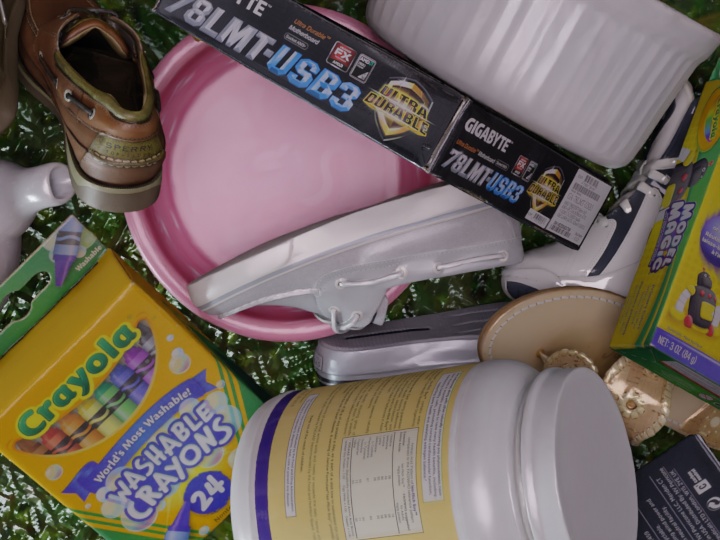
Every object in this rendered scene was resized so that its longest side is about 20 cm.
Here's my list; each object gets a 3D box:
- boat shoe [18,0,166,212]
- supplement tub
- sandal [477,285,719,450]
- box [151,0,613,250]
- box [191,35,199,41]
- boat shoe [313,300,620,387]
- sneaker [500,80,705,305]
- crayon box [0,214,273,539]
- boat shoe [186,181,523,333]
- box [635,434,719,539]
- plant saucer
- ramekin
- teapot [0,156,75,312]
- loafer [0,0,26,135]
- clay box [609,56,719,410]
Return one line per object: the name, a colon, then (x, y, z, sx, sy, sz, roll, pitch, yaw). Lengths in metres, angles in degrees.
boat shoe: (-0.151, -0.119, 1.379, 0.071, 0.200, 0.068, -8, 131, -24)
supplement tub: (0.042, 0.129, 1.353, 0.199, 0.145, 0.147, -10, 94, 26)
sandal: (0.171, 0.070, 1.400, 0.211, 0.070, 0.078, 19, 106, -31)
box: (0.015, -0.091, 1.291, 0.199, 0.198, 0.050, 31, 92, 30)
box: (-0.031, -0.228, 1.380, 0.199, 0.119, 0.041, -35, 124, 19)
boat shoe: (0.072, 0.064, 1.460, 0.198, 0.072, 0.072, -4, 110, 3)
sneaker: (0.174, -0.053, 1.443, 0.197, 0.079, 0.131, -10, 92, -1)
crayon box: (-0.143, 0.079, 1.410, 0.126, 0.052, 0.200, -44, 124, 1)
boat shoe: (0.000, 0.000, 1.402, 0.199, 0.072, 0.069, -19, 93, -9)
box: (0.162, 0.221, 1.413, 0.199, 0.107, 0.149, -34, 134, 0)
plant saucer: (-0.045, -0.059, 1.451, 0.199, 0.051, 0.202, 0, 93, -2)
ramekin: (0.099, -0.142, 1.379, 0.199, 0.201, 0.098, 29, 99, -3)
teapot: (-0.294, -0.021, 1.393, 0.197, 0.146, 0.201, 32, 88, -4)
loafer: (-0.235, -0.151, 1.377, 0.076, 0.201, 0.068, -24, 133, 4)
clay box: (0.230, -0.022, 1.384, 0.114, 0.048, 0.201, 28, 75, -23)
